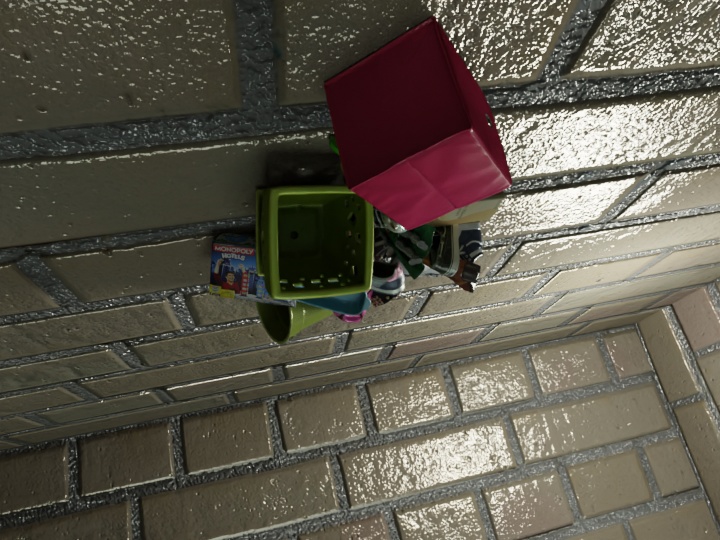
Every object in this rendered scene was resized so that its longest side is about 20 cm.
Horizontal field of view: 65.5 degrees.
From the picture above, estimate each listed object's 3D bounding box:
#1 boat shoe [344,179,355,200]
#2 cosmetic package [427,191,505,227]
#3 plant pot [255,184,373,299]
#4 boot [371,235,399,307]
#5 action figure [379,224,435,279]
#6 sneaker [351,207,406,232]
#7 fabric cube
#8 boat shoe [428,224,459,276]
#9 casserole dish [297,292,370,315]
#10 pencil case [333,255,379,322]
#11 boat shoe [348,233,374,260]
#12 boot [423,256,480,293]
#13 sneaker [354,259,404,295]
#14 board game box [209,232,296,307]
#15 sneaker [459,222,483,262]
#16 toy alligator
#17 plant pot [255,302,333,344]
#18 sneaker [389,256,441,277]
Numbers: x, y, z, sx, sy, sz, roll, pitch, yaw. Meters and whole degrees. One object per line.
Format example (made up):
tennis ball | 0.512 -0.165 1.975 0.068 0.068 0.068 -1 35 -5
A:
boat shoe | 0.062 -0.185 1.079 0.199 0.065 0.071 -25 156 28
cosmetic package | 0.205 -0.153 1.238 0.198 0.072 0.105 -9 158 -11
plant pot | -0.101 -0.065 1.066 0.198 0.201 0.181 -4 -168 -25
boot | 0.054 -0.001 1.403 0.199 0.151 0.073 -31 -177 43
action figure | 0.082 -0.079 1.220 0.054 0.200 0.119 13 110 -32
sneaker | 0.021 -0.105 1.136 0.139 0.078 0.200 -17 -168 9
fabric cube | 0.091 -0.210 0.856 0.199 0.198 0.199 -22 156 24
boat shoe | 0.183 -0.076 1.281 0.063 0.201 0.071 19 131 -17
casserole dish | -0.071 0.037 1.213 0.198 0.039 0.122 16 143 1
pencil case | -0.017 0.043 1.377 0.093 0.091 0.201 -24 141 -36
boat shoe | -0.027 -0.041 1.197 0.071 0.067 0.200 -11 -175 -25
boot | 0.193 -0.006 1.387 0.198 0.069 0.188 18 -179 13
sneaker | 0.000 0.000 1.236 0.198 0.071 0.082 3 141 7
board game box | -0.226 -0.026 1.239 0.198 0.062 0.201 9 124 -8
sneaker | 0.221 -0.059 1.419 0.198 0.110 0.070 -9 175 -14
toy alligator | 0.020 -0.162 0.972 0.054 0.201 0.059 -34 172 -18
plant pot | -0.149 0.071 1.460 0.189 0.202 0.200 -13 162 -34
sneaker | 0.182 -0.031 1.523 0.198 0.076 0.115 -6 161 -11
